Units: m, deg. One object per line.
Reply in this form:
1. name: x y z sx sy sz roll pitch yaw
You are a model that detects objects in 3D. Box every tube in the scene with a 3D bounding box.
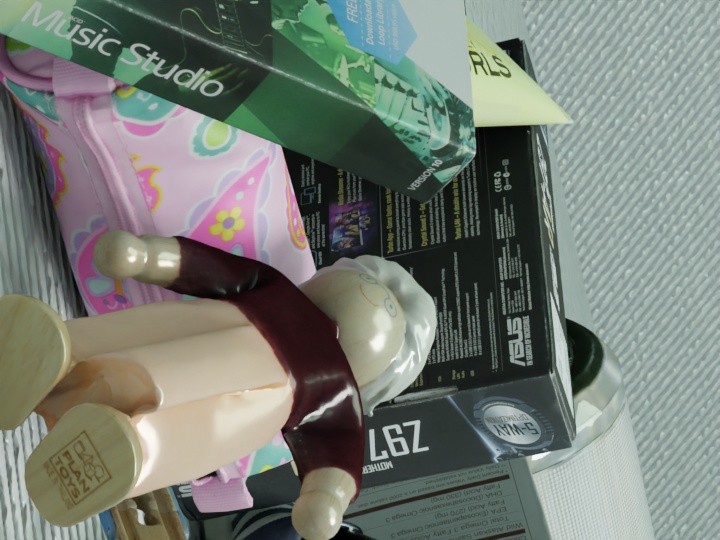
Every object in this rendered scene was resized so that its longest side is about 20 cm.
1. tube: 0.015 -0.081 1.128 0.200 0.052 0.058 -7 90 -62

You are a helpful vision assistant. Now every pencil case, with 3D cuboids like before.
1. pencil case: -0.064 -0.012 1.038 0.088 0.087 0.201 -90 168 -52

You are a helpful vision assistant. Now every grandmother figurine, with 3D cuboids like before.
1. grandmother figurine: -0.037 0.033 0.954 0.200 0.060 0.122 -18 79 -57

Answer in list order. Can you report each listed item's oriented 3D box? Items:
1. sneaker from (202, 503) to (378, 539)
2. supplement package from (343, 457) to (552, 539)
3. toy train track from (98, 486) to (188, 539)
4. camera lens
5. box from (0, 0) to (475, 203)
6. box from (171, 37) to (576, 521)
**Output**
1. sneaker: -0.020 0.122 1.166 0.200 0.084 0.075 -69 148 -75
2. supplement package: 0.035 0.158 1.294 0.200 0.117 0.117 -104 179 -58
3. toy train track: -0.057 0.091 0.922 0.200 0.114 0.033 -120 -140 -57
4. camera lens: 0.067 0.132 1.489 0.160 0.159 0.201 -81 159 -67
5. box: -0.055 -0.116 0.961 0.199 0.036 0.145 19 46 -27
6. box: 0.000 0.000 1.190 0.201 0.159 0.044 -93 166 -47
